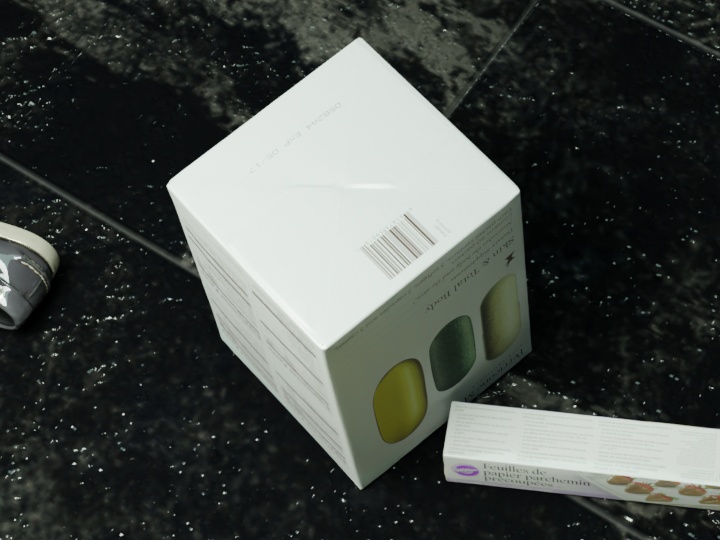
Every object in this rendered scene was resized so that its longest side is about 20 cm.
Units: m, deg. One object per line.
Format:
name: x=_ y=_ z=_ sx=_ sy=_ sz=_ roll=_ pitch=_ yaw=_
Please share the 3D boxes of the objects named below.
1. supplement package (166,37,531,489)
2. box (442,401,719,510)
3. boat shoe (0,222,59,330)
supplement package: x=0.000 y=0.000 z=1.259 sx=0.152 sy=0.200 sz=0.151 roll=-38 pitch=64 yaw=-14
box: x=0.152 y=0.115 z=1.268 sx=0.199 sy=0.039 sz=0.042 roll=5 pitch=60 yaw=10
boat shoe: x=-0.304 y=-0.007 z=1.376 sx=0.199 sy=0.073 sz=0.063 roll=12 pitch=60 yaw=8
